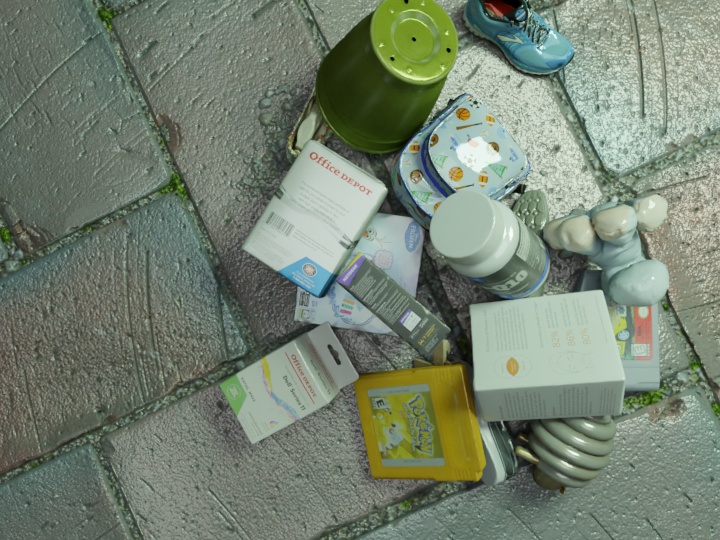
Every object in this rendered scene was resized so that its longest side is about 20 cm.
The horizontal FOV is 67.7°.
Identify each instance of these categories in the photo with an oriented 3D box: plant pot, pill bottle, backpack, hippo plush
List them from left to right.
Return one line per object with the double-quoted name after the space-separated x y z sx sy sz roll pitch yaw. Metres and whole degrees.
0.049 -0.302 0.806 0.199 0.193 0.202 1 85 -16 "plant pot"
0.149 -0.157 0.839 0.190 0.154 0.200 -41 86 -2 "backpack"
0.188 -0.034 0.773 0.113 0.200 0.115 -14 66 34 "pill bottle"
0.374 -0.017 0.815 0.158 0.200 0.162 -17 95 4 "hippo plush"

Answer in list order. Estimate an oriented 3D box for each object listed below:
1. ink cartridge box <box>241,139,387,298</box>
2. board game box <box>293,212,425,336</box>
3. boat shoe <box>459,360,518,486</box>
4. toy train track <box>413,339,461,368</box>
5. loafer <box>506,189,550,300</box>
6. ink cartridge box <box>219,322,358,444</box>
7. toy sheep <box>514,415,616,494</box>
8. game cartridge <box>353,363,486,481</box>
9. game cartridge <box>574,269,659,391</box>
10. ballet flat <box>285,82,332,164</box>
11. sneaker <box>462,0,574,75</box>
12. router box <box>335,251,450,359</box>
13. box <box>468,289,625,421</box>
-0.069 -0.078 0.849 0.146 0.086 0.201 33 89 4 "ink cartridge box"
0.000 0.000 0.907 0.198 0.043 0.202 9 89 4 "board game box"
0.205 0.242 0.882 0.067 0.072 0.201 -10 72 -30 "boat shoe"
0.139 0.208 0.889 0.032 0.114 0.202 -9 103 -37 "toy train track"
0.277 -0.033 0.883 0.070 0.070 0.201 3 75 37 "loafer"
-0.116 0.182 0.879 0.199 0.067 0.118 -32 87 16 "ink cartridge box"
0.327 0.258 0.840 0.137 0.138 0.201 21 109 4 "toy sheep"
0.090 0.246 0.859 0.199 0.032 0.178 -13 88 33 "game cartridge"
0.417 0.098 0.884 0.132 0.041 0.202 -2 89 8 "game cartridge"
-0.066 -0.265 0.906 0.075 0.064 0.201 24 90 5 "ballet flat"
0.258 -0.392 0.874 0.199 0.090 0.079 31 91 3 "sneaker"
0.044 0.047 0.782 0.157 0.200 0.052 40 90 3 "router box"
0.271 0.130 0.805 0.199 0.107 0.153 -8 48 16 "box"
